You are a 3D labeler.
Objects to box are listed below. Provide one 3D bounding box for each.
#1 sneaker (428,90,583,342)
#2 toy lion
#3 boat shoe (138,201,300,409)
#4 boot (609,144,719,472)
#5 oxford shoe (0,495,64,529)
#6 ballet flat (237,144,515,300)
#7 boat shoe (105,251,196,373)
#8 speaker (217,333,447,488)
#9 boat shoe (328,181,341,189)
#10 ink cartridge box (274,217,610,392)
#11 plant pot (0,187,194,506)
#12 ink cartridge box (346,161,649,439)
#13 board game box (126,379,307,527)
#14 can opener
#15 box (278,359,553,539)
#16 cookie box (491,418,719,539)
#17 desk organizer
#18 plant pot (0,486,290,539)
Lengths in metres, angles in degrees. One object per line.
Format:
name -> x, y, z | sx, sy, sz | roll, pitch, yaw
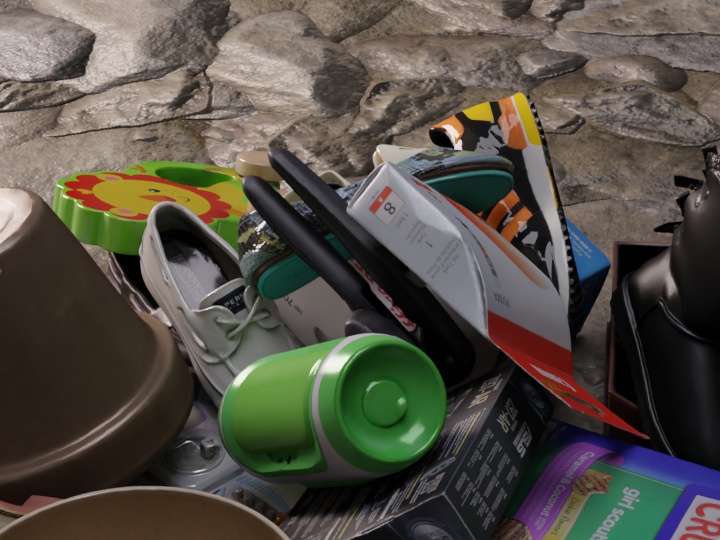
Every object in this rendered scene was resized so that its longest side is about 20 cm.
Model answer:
sneaker -> 0.100, -0.030, 1.387 | 0.090, 0.070, 0.201 | -13, 61, 7
toy lion -> -0.143, -0.049, 1.528 | 0.191, 0.069, 0.200 | 7, 17, -9
boat shoe -> -0.089, 0.032, 1.361 | 0.072, 0.066, 0.200 | -24, 61, -18
boot -> 0.239, 0.033, 1.252 | 0.073, 0.163, 0.199 | 2, 54, -28
oxford shoe -> -0.253, 0.181, 1.234 | 0.199, 0.071, 0.074 | 1, 46, 16
ballet flat -> 0.005, -0.050, 1.340 | 0.199, 0.074, 0.074 | -22, 35, -6
boat shoe -> -0.143, 0.023, 1.459 | 0.067, 0.057, 0.200 | -12, 23, -29
speaker -> -0.021, 0.088, 1.211 | 0.088, 0.089, 0.200 | -19, 1, -25
boat shoe -> -0.013, -0.001, 1.515 | 0.074, 0.062, 0.200 | -4, 35, -8
ink cartridge box -> 0.059, 0.009, 1.430 | 0.200, 0.086, 0.146 | -26, 62, -37
plant pot -> -0.233, 0.045, 1.309 | 0.200, 0.175, 0.200 | -17, 29, 9
ink cartridge box -> 0.099, 0.020, 1.240 | 0.200, 0.050, 0.162 | 39, 6, 27
board game box -> -0.115, 0.127, 1.350 | 0.199, 0.026, 0.200 | 0, 32, 4
can opener -> 0.000, 0.000, 1.274 | 0.063, 0.200, 0.079 | -38, -9, 10
box -> 0.024, 0.139, 1.196 | 0.160, 0.044, 0.200 | -29, 9, 25
cookie box -> 0.155, 0.185, 1.193 | 0.199, 0.075, 0.171 | 17, 37, 28
desk organizer -> 0.208, 0.062, 1.384 | 0.071, 0.077, 0.200 | 2, 32, 7
plant pot -> -0.122, 0.233, 1.077 | 0.199, 0.135, 0.201 | -2, 32, 1
